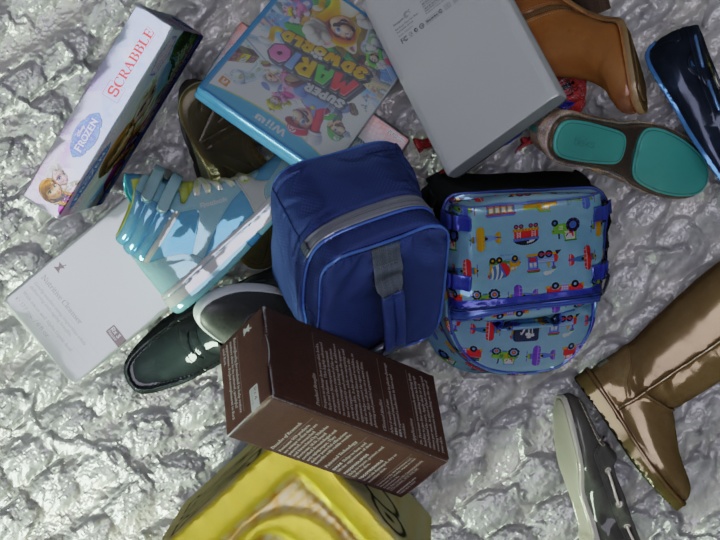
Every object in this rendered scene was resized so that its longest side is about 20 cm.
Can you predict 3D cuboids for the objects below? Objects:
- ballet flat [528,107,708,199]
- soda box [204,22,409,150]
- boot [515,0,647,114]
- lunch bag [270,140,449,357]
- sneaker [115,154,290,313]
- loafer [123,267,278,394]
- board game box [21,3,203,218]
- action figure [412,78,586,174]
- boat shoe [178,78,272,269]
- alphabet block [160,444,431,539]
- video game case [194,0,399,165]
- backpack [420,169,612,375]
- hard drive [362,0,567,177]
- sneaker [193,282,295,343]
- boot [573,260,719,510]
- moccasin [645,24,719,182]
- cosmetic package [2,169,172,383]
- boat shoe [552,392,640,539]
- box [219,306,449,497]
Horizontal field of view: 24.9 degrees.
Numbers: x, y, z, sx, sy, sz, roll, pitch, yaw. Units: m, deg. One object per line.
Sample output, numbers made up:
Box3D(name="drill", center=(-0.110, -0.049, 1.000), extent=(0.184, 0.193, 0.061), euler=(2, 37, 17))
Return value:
Box3D(name="ballet flat", center=(0.244, -0.118, 1.559), extent=(0.199, 0.067, 0.068), euler=(17, 96, -30))
Box3D(name="soda box", center=(-0.050, -0.156, 1.580), extent=(0.200, 0.064, 0.069), euler=(35, 96, 0))
Box3D(name="boot", center=(0.173, -0.197, 1.520), extent=(0.155, 0.077, 0.201), euler=(-22, 58, 6))
Box3D(name="lunch bag", center=(0.000, 0.000, 1.479), extent=(0.135, 0.200, 0.133), euler=(-17, 54, -13))
Box3D(name="sneaker", center=(-0.143, -0.073, 1.514), extent=(0.131, 0.080, 0.200), euler=(44, 79, -6))
Box3D(name="loafer", center=(-0.148, 0.059, 1.602), extent=(0.200, 0.070, 0.068), euler=(-30, 93, 5))
Box3D(name="board game box", center=(-0.226, -0.148, 1.521), extent=(0.041, 0.200, 0.201), euler=(32, 97, -1))
Box3D(name="action figure", center=(0.150, -0.150, 1.580), extent=(0.199, 0.052, 0.066), euler=(-30, 90, 3))
Box3D(name="boat shoe", center=(-0.124, -0.098, 1.585), extent=(0.071, 0.066, 0.202), euler=(-25, 117, -4))
Box3D(name="alphabet block", center=(-0.060, 0.259, 1.554), extent=(0.196, 0.200, 0.195), euler=(-44, 92, 6))
Box3D(name="video game case", center=(-0.047, -0.186, 1.532), extent=(0.143, 0.018, 0.200), euler=(35, 52, -2))
Box3D(name="backpack", center=(0.145, 0.013, 1.544), extent=(0.182, 0.135, 0.201), euler=(-1, 105, -9))
Box3D(name="hard drive", center=(0.094, -0.206, 1.522), extent=(0.132, 0.026, 0.201), euler=(-35, 67, 24))
Box3D(name="sneaker", center=(-0.062, 0.079, 1.542), extent=(0.199, 0.099, 0.071), euler=(24, 112, -32))
Box3D(name="boot", center=(0.333, 0.111, 1.588), extent=(0.200, 0.066, 0.175), euler=(-35, 93, 4))
Box3D(name="moccasin", center=(0.346, -0.141, 1.551), extent=(0.068, 0.080, 0.200), euler=(-33, 95, 17))
Box3D(name="cosmetic package", center=(-0.232, 0.004, 1.595), extent=(0.200, 0.081, 0.113), euler=(-41, 92, 6))
Box3D(name="boat shoe", center=(0.235, 0.210, 1.607), extent=(0.057, 0.067, 0.201), euler=(-16, 100, -12))
Box3D(name="box", center=(-0.023, 0.119, 1.441), extent=(0.199, 0.100, 0.075), euler=(26, 128, -33))
